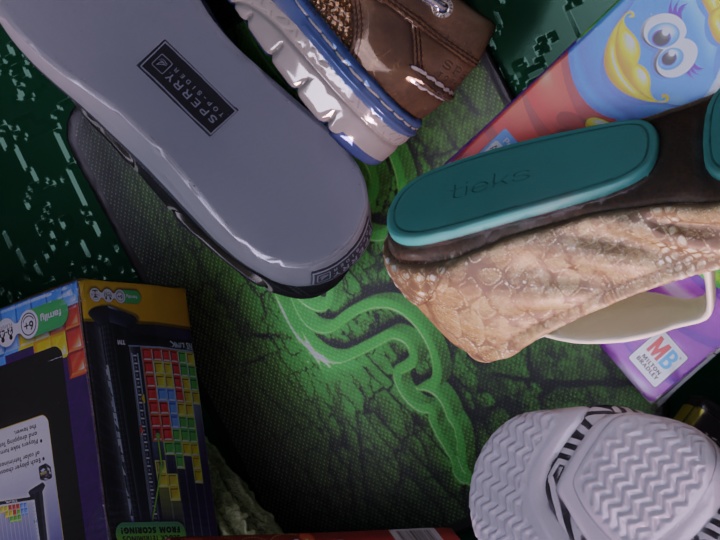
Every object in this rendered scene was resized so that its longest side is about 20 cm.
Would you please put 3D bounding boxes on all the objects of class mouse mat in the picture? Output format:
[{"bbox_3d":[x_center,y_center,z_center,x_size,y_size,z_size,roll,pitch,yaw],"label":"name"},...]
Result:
[{"bbox_3d":[0.000,0.000,1.035,0.160,0.008,0.201,-26,92,23],"label":"mouse mat"}]

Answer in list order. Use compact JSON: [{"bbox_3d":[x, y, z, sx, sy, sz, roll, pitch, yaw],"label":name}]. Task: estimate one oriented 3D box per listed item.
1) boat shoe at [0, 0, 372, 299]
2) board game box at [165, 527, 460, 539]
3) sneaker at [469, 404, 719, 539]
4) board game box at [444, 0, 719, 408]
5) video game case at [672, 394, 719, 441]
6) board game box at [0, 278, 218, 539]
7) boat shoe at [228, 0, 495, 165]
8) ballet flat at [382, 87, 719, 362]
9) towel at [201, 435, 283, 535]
[{"bbox_3d":[-0.072,-0.068,1.009,0.068,0.057,0.200,-37,78,-14],"label":"boat shoe"},{"bbox_3d":[-0.037,0.172,0.945,0.019,0.102,0.201,50,131,50],"label":"board game box"},{"bbox_3d":[0.135,0.100,0.913,0.199,0.115,0.076,18,88,28],"label":"sneaker"},{"bbox_3d":[0.140,-0.069,0.915,0.200,0.105,0.103,-43,86,23],"label":"board game box"},{"bbox_3d":[0.133,0.172,0.960,0.200,0.025,0.181,38,86,-5],"label":"video game case"},{"bbox_3d":[-0.135,0.107,1.028,0.199,0.057,0.167,-18,75,39],"label":"board game box"},{"bbox_3d":[-0.031,-0.134,0.986,0.072,0.072,0.200,-39,88,8],"label":"boat shoe"},{"bbox_3d":[0.104,-0.019,0.858,0.199,0.071,0.065,-14,124,26],"label":"ballet flat"},{"bbox_3d":[-0.078,0.127,1.035,0.200,0.036,0.149,47,115,35],"label":"towel"}]
